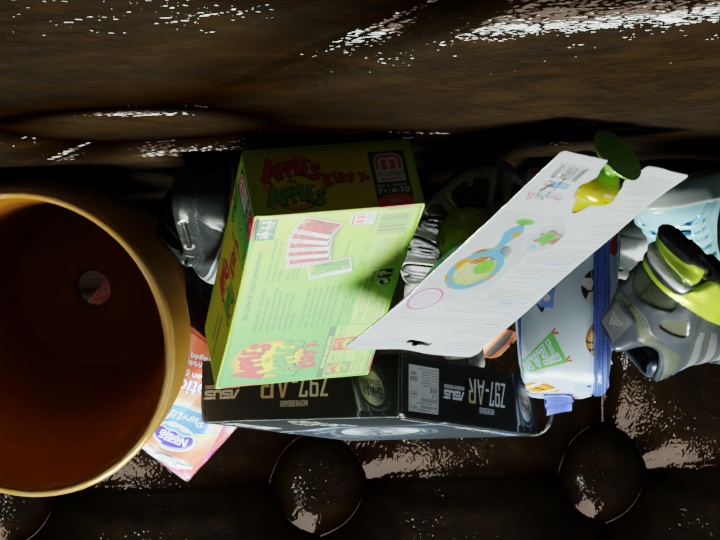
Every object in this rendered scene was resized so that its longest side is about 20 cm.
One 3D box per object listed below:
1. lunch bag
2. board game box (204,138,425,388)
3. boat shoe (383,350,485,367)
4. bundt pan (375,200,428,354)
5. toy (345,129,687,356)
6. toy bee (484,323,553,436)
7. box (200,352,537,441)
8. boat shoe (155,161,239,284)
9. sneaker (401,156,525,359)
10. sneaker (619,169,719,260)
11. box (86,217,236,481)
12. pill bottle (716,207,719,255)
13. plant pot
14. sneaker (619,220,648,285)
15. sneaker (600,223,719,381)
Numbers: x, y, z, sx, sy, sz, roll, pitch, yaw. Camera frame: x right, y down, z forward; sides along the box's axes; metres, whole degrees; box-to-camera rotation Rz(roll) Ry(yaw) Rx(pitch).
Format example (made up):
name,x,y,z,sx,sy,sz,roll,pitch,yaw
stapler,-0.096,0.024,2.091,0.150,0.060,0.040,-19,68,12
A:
name,x,y,z,sx,sy,sz,roll,pitch,yaw
lunch bag,0.138,0.015,1.638,0.075,0.162,0.200,-1,176,5
board game box,-0.031,-0.001,1.481,0.101,0.048,0.200,-4,149,-14
boat shoe,0.011,0.055,1.833,0.071,0.071,0.200,-24,-158,-31
bundt pan,0.000,0.000,1.749,0.200,0.076,0.202,-8,-166,2
toy,0.086,-0.020,1.454,0.115,0.047,0.200,6,145,-45
toy bee,0.083,0.031,1.905,0.130,0.201,0.109,-22,-174,32
box,0.009,0.089,1.695,0.159,0.044,0.200,-4,171,30
boat shoe,-0.100,-0.035,1.566,0.056,0.069,0.200,5,169,-9
sneaker,0.058,-0.020,1.567,0.080,0.084,0.200,8,150,-9
sneaker,0.227,-0.024,1.677,0.073,0.083,0.200,-4,176,23
box,-0.140,0.056,1.838,0.095,0.100,0.200,37,-167,-21
pill bottle,0.280,-0.022,1.528,0.108,0.110,0.200,-3,176,16
plant pot,-0.197,0.028,1.638,0.198,0.202,0.183,-2,-168,11
sneaker,0.212,-0.005,1.841,0.199,0.100,0.071,-5,174,27
sneaker,0.206,0.033,1.559,0.081,0.074,0.200,-42,148,10
